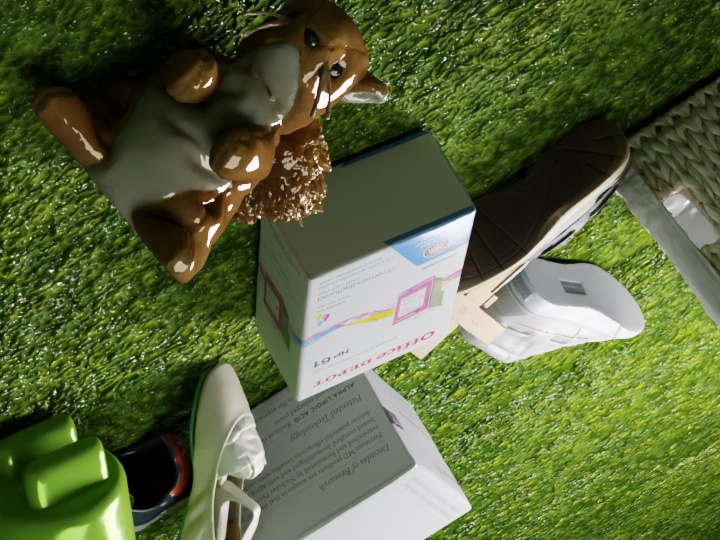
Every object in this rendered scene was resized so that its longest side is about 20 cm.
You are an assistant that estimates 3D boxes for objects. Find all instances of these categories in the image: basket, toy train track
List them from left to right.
[{"bbox_3d":[0.113,-0.003,1.741,0.200,0.033,0.115,-42,136,9],"label":"toy train track"},{"bbox_3d":[0.333,-0.043,1.720,0.161,0.198,0.200,-39,154,8],"label":"basket"}]

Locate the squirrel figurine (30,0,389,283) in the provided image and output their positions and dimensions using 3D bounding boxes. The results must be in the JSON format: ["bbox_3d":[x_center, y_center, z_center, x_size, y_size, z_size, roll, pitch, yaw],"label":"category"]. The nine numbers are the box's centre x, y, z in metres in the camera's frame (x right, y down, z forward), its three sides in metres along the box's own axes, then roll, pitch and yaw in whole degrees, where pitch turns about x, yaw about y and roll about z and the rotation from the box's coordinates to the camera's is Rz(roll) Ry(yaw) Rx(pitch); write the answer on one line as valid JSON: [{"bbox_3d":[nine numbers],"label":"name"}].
[{"bbox_3d":[-0.078,-0.095,1.277,0.187,0.142,0.200,-41,170,-3],"label":"squirrel figurine"}]

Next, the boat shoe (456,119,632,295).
[{"bbox_3d":[0.144,-0.041,1.656,0.200,0.073,0.065,-36,150,11],"label":"boat shoe"}]

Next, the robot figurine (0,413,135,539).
[{"bbox_3d":[-0.239,0.218,1.619,0.116,0.175,0.201,-26,129,-33],"label":"robot figurine"}]

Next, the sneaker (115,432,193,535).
[{"bbox_3d":[-0.221,0.205,1.717,0.200,0.075,0.085,-41,157,0],"label":"sneaker"}]

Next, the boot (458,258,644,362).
[{"bbox_3d":[0.173,0.043,1.865,0.096,0.074,0.200,-38,147,29],"label":"boot"}]

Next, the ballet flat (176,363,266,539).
[{"bbox_3d":[-0.110,0.175,1.692,0.069,0.069,0.201,-10,119,-38],"label":"ballet flat"}]

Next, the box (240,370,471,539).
[{"bbox_3d":[-0.033,0.198,1.839,0.200,0.131,0.199,-33,156,5],"label":"box"}]

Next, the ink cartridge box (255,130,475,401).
[{"bbox_3d":[0.000,0.000,1.559,0.144,0.085,0.200,-23,156,-17],"label":"ink cartridge box"}]
